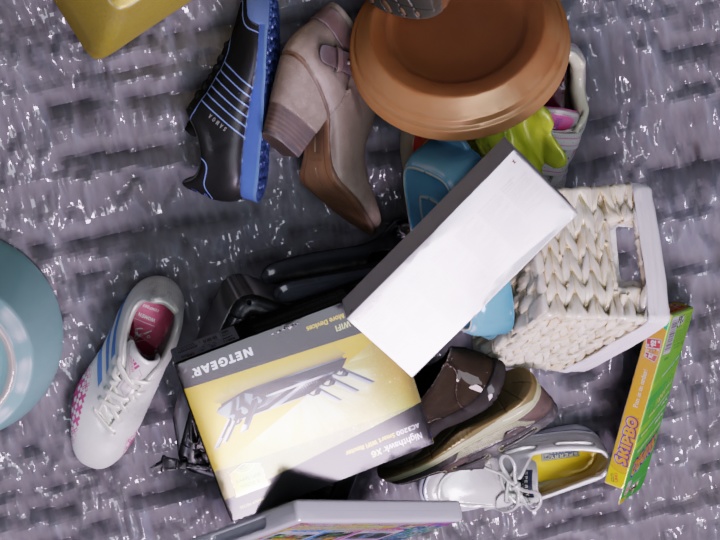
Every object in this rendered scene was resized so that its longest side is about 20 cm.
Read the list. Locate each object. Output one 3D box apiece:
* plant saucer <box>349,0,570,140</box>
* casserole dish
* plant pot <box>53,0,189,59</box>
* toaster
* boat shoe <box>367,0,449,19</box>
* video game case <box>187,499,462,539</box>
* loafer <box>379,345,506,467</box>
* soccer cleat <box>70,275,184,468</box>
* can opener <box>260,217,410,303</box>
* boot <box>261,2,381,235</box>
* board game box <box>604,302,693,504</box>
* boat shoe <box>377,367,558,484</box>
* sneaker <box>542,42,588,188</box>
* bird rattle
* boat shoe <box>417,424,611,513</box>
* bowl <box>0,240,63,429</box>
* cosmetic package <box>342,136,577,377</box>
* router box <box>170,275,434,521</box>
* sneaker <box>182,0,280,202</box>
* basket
[{"bbox_3d":[0.086,-0.207,1.316,0.199,0.201,0.038,-25,150,-5],"label":"plant saucer"},{"bbox_3d":[0.084,-0.025,1.343,0.039,0.121,0.202,-21,114,-23],"label":"casserole dish"},{"bbox_3d":[-0.193,-0.300,1.252,0.193,0.200,0.196,-34,108,-3],"label":"plant pot"},{"bbox_3d":[-0.081,0.116,1.414,0.198,0.119,0.182,19,98,-16],"label":"toaster"},{"bbox_3d":[0.007,-0.293,1.316,0.074,0.199,0.076,-45,149,-17],"label":"boat shoe"},{"bbox_3d":[-0.035,0.245,1.400,0.199,0.181,0.024,8,65,-39],"label":"video game case"},{"bbox_3d":[0.054,0.121,1.432,0.071,0.073,0.200,38,131,-17],"label":"loafer"},{"bbox_3d":[-0.222,0.100,1.397,0.069,0.086,0.202,20,98,-16],"label":"soccer cleat"},{"bbox_3d":[0.000,0.000,1.397,0.199,0.063,0.079,-12,125,-36],"label":"can opener"},{"bbox_3d":[-0.010,-0.145,1.396,0.200,0.070,0.147,46,68,-45],"label":"boot"},{"bbox_3d":[0.293,0.134,1.517,0.030,0.095,0.202,15,100,24],"label":"board game box"},{"bbox_3d":[0.105,0.167,1.462,0.200,0.072,0.066,-34,119,28],"label":"boat shoe"},{"bbox_3d":[0.171,-0.133,1.427,0.080,0.088,0.202,0,103,-12],"label":"sneaker"},{"bbox_3d":[0.084,-0.135,1.383,0.112,0.201,0.164,-11,144,-44],"label":"bird rattle"},{"bbox_3d":[0.161,0.211,1.506,0.200,0.086,0.075,-8,104,-11],"label":"boat shoe"},{"bbox_3d":[-0.369,0.074,1.350,0.199,0.105,0.203,-3,104,-12],"label":"bowl"},{"bbox_3d":[0.082,-0.012,1.264,0.082,0.051,0.200,42,101,-20],"label":"cosmetic package"},{"bbox_3d":[-0.051,0.113,1.330,0.198,0.052,0.159,-21,107,-7],"label":"router box"},{"bbox_3d":[-0.120,-0.164,1.368,0.077,0.070,0.202,6,93,7],"label":"sneaker"},{"bbox_3d":[0.184,0.012,1.387,0.122,0.200,0.137,-1,73,-16],"label":"basket"}]
